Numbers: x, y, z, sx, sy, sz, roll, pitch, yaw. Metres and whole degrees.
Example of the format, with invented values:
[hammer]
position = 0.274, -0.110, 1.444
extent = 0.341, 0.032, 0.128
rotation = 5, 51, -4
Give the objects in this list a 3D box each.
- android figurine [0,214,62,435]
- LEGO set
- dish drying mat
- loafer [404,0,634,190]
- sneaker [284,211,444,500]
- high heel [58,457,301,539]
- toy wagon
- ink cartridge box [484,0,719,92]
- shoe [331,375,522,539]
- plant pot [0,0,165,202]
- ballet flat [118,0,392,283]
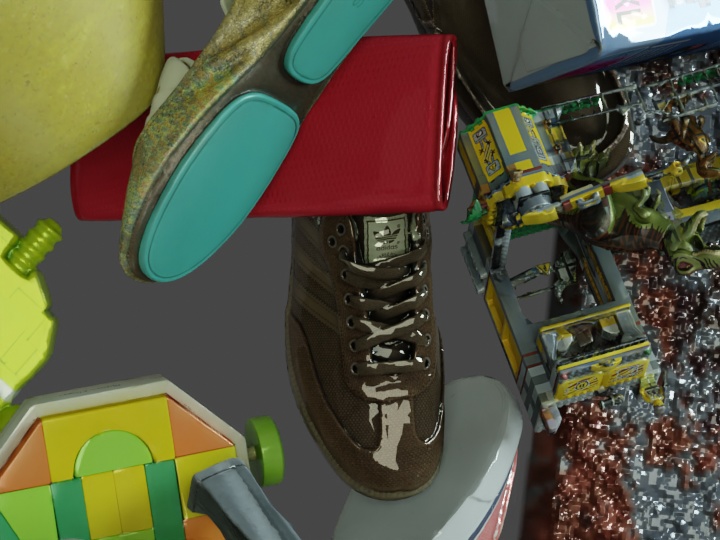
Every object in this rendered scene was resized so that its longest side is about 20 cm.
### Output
[android figurine]
position = -0.221, 0.038, 0.995
extent = 0.182, 0.041, 0.200
rotation = 43, 90, -2
[LEGO set]
position = 0.135, -0.007, 0.946
extent = 0.199, 0.154, 0.116
rotation = -11, 63, -18
[dish drying mat]
position = -0.046, -0.061, 0.959
extent = 0.199, 0.018, 0.077
rotation = -1, 81, 31
[loafer]
position = 0.056, -0.123, 0.990
extent = 0.073, 0.071, 0.200
rotation = -37, 91, -2
[sneaker]
position = 0.000, 0.000, 0.964
extent = 0.070, 0.076, 0.202
rotation = -8, 77, -11
[high heel]
position = -0.089, 0.176, 0.893
extent = 0.199, 0.072, 0.143
rotation = -30, 61, -21
[toy wagon]
position = -0.103, 0.151, 0.981
extent = 0.154, 0.040, 0.202
rotation = -10, 97, -15
[ink cartridge box]
position = 0.144, -0.167, 0.966
extent = 0.199, 0.076, 0.137
rotation = -14, 91, -35
[shoe]
position = 0.031, 0.152, 0.995
extent = 0.091, 0.071, 0.201
rotation = 49, 61, -39
[plant pot]
position = -0.164, -0.112, 0.933
extent = 0.199, 0.200, 0.143
rotation = -32, 105, -2
[ballet flat]
position = -0.047, -0.087, 0.916
extent = 0.071, 0.071, 0.200
rotation = 36, 95, -2
